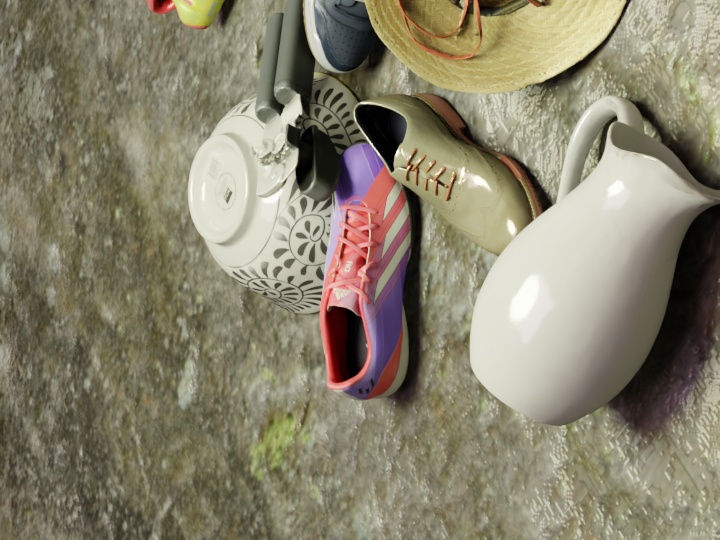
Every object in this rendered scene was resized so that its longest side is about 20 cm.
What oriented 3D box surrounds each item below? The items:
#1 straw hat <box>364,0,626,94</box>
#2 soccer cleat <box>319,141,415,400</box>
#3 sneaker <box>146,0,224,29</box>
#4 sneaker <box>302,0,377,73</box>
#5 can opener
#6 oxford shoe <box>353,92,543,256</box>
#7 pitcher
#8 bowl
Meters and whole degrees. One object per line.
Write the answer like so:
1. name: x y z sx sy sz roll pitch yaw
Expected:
1. straw hat: 0.100 -0.232 1.582 0.085 0.200 0.202 -66 1 -62
2. soccer cleat: 0.000 0.000 1.708 0.068 0.073 0.202 -1 90 28
3. sneaker: -0.182 -0.278 1.966 0.200 0.078 0.091 41 123 44
4. sneaker: 0.021 -0.243 1.704 0.108 0.070 0.201 27 108 51
5. can opener: -0.052 -0.132 1.749 0.053 0.066 0.201 -38 38 37
6. oxford shoe: 0.062 -0.067 1.640 0.200 0.073 0.071 44 123 44
7. pitcher: 0.152 -0.010 1.505 0.201 0.121 0.172 -59 25 18
8. bowl: -0.080 -0.066 1.811 0.200 0.094 0.202 -3 86 52
